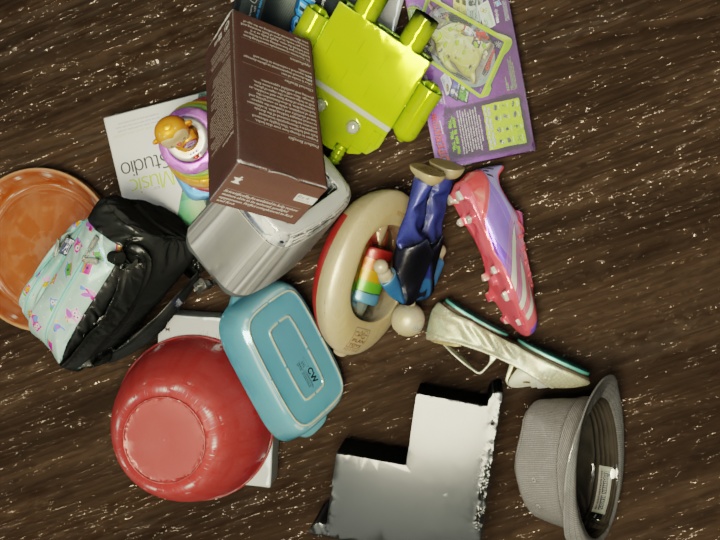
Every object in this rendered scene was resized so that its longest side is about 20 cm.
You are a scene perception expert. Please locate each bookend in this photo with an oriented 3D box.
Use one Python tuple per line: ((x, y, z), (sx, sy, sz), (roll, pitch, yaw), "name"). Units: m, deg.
((0.056, 0.218, 1.031), (0.197, 0.092, 0.202), (8, 93, 7), "bookend")

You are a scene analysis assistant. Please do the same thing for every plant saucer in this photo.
((-0.394, -0.026, 1.096), (0.197, 0.032, 0.203), (0, 93, 6), "plant saucer")

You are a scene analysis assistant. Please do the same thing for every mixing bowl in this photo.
((-0.206, 0.180, 1.001), (0.197, 0.108, 0.203), (0, 93, 8), "mixing bowl")

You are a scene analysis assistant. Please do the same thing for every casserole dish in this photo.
((-0.084, 0.102, 1.016), (0.039, 0.121, 0.202), (-8, 113, 48), "casserole dish")

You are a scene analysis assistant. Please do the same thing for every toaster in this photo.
((-0.102, -0.061, 0.968), (0.114, 0.200, 0.129), (49, 134, 2), "toaster")

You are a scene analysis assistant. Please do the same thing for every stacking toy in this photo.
((-0.177, -0.141, 0.943), (0.115, 0.200, 0.111), (-27, 91, 5), "stacking toy")

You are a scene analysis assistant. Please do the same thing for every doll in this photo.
((0.062, -0.019, 0.979), (0.048, 0.136, 0.202), (24, 118, 31), "doll")

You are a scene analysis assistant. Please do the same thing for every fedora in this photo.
((0.231, 0.211, 0.989), (0.089, 0.177, 0.202), (5, 124, 34), "fedora")

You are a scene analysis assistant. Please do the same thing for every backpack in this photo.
((-0.290, 0.015, 1.003), (0.127, 0.166, 0.201), (44, 103, 23), "backpack")

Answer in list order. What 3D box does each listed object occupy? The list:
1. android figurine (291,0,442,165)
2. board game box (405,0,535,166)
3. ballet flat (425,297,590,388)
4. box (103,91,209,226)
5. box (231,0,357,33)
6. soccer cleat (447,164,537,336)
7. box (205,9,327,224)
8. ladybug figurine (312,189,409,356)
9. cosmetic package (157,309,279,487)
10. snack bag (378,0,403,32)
((-0.002, -0.215, 0.987), (0.181, 0.041, 0.201), (34, 112, -3), "android figurine")
((0.128, -0.226, 1.023), (0.118, 0.032, 0.203), (-10, 92, 3), "board game box")
((0.168, 0.101, 1.025), (0.198, 0.067, 0.063), (27, 96, 14), "ballet flat")
((-0.220, -0.103, 1.068), (0.142, 0.036, 0.203), (-13, 94, 7), "box")
((-0.054, -0.331, 0.999), (0.157, 0.046, 0.202), (21, 113, 3), "box")
((0.170, -0.023, 1.018), (0.076, 0.067, 0.202), (-27, 94, -14), "soccer cleat")
((-0.099, -0.156, 0.893), (0.075, 0.099, 0.202), (-43, 43, 42), "box")
((0.000, 0.000, 1.014), (0.072, 0.135, 0.202), (23, 93, 43), "ladybug figurine")
((-0.173, 0.154, 1.073), (0.149, 0.052, 0.203), (4, 94, 4), "cosmetic package")
((-0.028, -0.390, 1.033), (0.198, 0.021, 0.191), (18, 96, 5), "snack bag")
